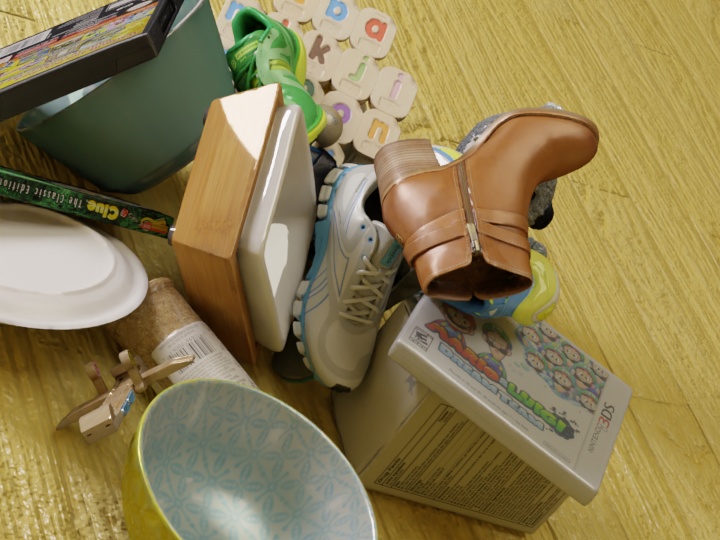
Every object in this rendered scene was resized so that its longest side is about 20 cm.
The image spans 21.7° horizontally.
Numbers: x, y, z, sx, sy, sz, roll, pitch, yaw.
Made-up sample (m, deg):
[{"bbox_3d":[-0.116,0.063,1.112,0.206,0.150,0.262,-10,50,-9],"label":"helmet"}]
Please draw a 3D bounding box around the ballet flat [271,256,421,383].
[{"bbox_3d":[-0.009,0.021,1.638,0.067,0.064,0.200,23,45,35],"label":"ballet flat"}]

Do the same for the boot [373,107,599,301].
[{"bbox_3d":[0.117,-0.048,1.505,0.198,0.074,0.155,-13,46,-8],"label":"boot"}]

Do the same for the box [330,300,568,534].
[{"bbox_3d":[0.093,0.128,1.608,0.199,0.128,0.110,20,35,-30],"label":"box"}]

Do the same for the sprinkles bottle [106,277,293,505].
[{"bbox_3d":[-0.116,0.099,1.481,0.200,0.068,0.068,50,33,15],"label":"sprinkles bottle"}]

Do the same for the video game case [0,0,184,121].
[{"bbox_3d":[-0.247,-0.173,1.546,0.181,0.198,0.026,-85,153,-68],"label":"video game case"}]

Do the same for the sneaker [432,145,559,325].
[{"bbox_3d":[0.079,-0.033,1.568,0.104,0.076,0.200,-6,44,-44],"label":"sneaker"}]

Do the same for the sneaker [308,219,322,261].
[{"bbox_3d":[-0.065,-0.041,1.726,0.200,0.079,0.090,46,53,11],"label":"sneaker"}]

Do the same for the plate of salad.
[{"bbox_3d":[-0.264,0.001,1.459,0.198,0.048,0.201,13,25,-6],"label":"plate of salad"}]

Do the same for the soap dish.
[{"bbox_3d":[-0.092,-0.036,1.519,0.080,0.200,0.159,10,64,7],"label":"soap dish"}]

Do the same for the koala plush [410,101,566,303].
[{"bbox_3d":[0.117,-0.076,1.815,0.184,0.200,0.177,47,33,12],"label":"koala plush"}]

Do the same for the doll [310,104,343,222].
[{"bbox_3d":[-0.064,-0.062,1.666,0.135,0.049,0.201,26,63,-5],"label":"doll"}]

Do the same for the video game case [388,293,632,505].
[{"bbox_3d":[0.128,0.084,1.551,0.199,0.024,0.182,37,29,0],"label":"video game case"}]

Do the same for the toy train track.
[{"bbox_3d":[-0.180,0.084,1.354,0.033,0.114,0.200,63,3,-8],"label":"toy train track"}]

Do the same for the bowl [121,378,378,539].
[{"bbox_3d":[-0.096,0.188,1.352,0.199,0.108,0.201,26,35,-20],"label":"bowl"}]

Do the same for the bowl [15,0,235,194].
[{"bbox_3d":[-0.187,-0.140,1.617,0.105,0.200,0.201,55,28,-18],"label":"bowl"}]

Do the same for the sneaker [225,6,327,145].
[{"bbox_3d":[-0.084,-0.159,1.640,0.083,0.074,0.201,38,21,-34],"label":"sneaker"}]

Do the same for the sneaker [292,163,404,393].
[{"bbox_3d":[0.000,0.000,1.561,0.074,0.086,0.202,15,73,-34],"label":"sneaker"}]

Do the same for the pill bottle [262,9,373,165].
[{"bbox_3d":[-0.067,-0.155,1.804,0.200,0.113,0.113,40,32,-1],"label":"pill bottle"}]

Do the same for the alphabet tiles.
[{"bbox_3d":[-0.049,-0.176,1.746,0.198,0.015,0.197,24,65,-6],"label":"alphabet tiles"}]

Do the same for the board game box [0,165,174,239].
[{"bbox_3d":[-0.260,-0.065,1.526,0.199,0.024,0.105,15,5,-33],"label":"board game box"}]
